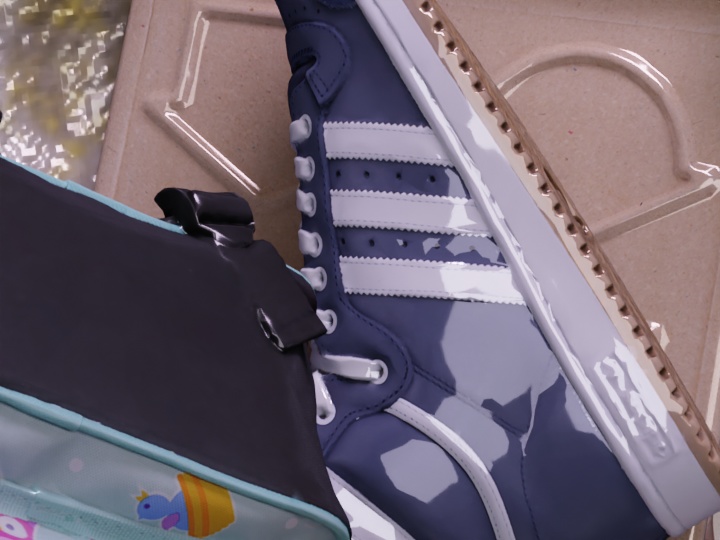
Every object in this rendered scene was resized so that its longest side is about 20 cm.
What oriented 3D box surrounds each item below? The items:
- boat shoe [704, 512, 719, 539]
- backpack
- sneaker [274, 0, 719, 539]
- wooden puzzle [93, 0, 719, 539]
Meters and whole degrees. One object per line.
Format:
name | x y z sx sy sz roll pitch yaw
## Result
boat shoe | 0.101 0.132 0.804 0.075 0.075 0.203 13 85 -25
backpack | -0.115 0.074 0.679 0.175 0.200 0.154 21 46 -29
sneaker | 0.000 0.000 0.750 0.108 0.070 0.201 -33 79 8
wooden puzzle | 0.015 0.001 0.806 0.184 0.046 0.201 8 86 16
